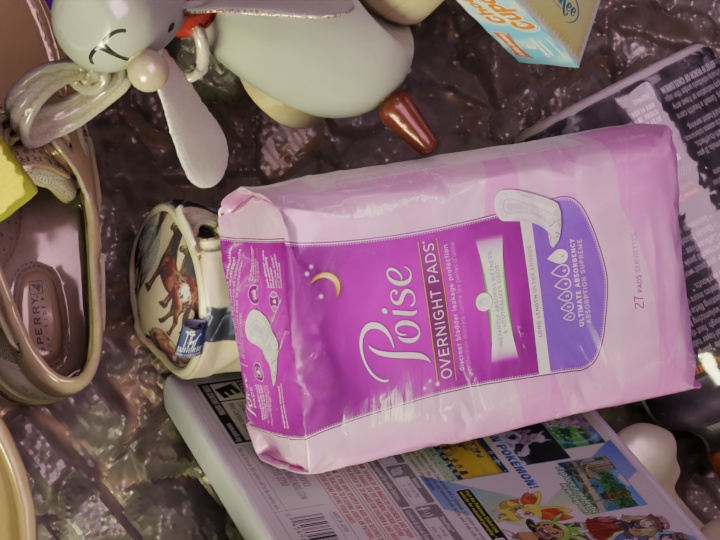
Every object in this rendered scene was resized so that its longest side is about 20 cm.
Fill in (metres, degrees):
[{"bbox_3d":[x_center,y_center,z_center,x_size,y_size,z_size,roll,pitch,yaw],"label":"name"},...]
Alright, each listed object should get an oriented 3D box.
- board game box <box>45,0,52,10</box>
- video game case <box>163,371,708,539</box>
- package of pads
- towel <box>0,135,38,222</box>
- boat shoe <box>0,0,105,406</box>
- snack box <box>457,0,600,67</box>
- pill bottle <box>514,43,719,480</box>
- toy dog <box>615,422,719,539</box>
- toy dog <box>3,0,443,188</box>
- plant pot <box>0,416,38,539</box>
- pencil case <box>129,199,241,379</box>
[{"bbox_3d":[-0.230,-0.098,1.110,0.200,0.034,0.136,1,80,-21],"label":"board game box"},{"bbox_3d":[0.031,0.091,1.105,0.182,0.200,0.022,-7,121,-21],"label":"video game case"},{"bbox_3d":[0.045,0.009,1.089,0.200,0.076,0.121,-10,96,-22],"label":"package of pads"},{"bbox_3d":[-0.218,-0.087,1.002,0.086,0.018,0.200,-38,98,-17],"label":"towel"},{"bbox_3d":[-0.143,-0.043,1.081,0.072,0.065,0.201,-7,86,-22],"label":"boat shoe"},{"bbox_3d":[0.051,-0.179,1.042,0.200,0.037,0.116,38,67,-51],"label":"snack box"},{"bbox_3d":[0.161,0.003,1.203,0.106,0.106,0.200,-27,90,-23],"label":"pill bottle"},{"bbox_3d":[0.160,0.182,1.105,0.194,0.200,0.140,-42,121,-12],"label":"toy dog"},{"bbox_3d":[-0.034,-0.081,1.033,0.200,0.132,0.096,-21,68,-35],"label":"toy dog"},{"bbox_3d":[-0.237,0.111,1.031,0.200,0.093,0.201,0,91,-17],"label":"plant pot"},{"bbox_3d":[0.000,0.000,1.151,0.200,0.089,0.078,-6,70,-22],"label":"pencil case"}]
